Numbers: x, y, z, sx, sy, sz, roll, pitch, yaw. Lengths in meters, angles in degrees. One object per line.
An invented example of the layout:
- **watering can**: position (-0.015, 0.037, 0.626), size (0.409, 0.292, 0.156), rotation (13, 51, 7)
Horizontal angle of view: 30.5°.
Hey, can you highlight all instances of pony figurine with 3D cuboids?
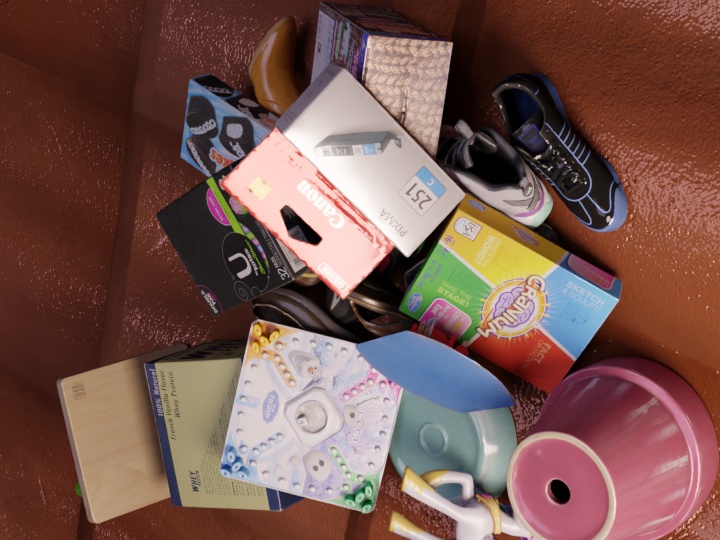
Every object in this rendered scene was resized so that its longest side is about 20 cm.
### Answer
- **pony figurine**: position (0.129, 0.325, 1.524), size (0.198, 0.167, 0.195), rotation (13, 96, -2)

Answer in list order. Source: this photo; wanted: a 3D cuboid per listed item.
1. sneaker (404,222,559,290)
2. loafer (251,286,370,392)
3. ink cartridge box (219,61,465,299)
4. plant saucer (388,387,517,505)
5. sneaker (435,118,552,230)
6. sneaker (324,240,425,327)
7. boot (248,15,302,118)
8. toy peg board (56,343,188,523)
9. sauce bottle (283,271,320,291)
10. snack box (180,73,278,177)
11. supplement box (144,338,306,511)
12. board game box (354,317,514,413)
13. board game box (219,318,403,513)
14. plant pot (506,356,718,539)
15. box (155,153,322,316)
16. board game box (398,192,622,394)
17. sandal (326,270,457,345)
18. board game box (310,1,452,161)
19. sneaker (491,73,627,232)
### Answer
- **sneaker**: position (0.137, -0.001, 1.501), size (0.199, 0.080, 0.074), rotation (-21, 85, 37)
- **loafer**: position (-0.059, 0.091, 1.637), size (0.199, 0.072, 0.073), rotation (32, 157, 8)
- **ink cartridge box**: position (-0.017, -0.085, 1.377), size (0.176, 0.200, 0.045), rotation (-46, 25, 3)
- **plant saucer**: position (0.097, 0.201, 1.605), size (0.199, 0.036, 0.202), rotation (10, 107, 36)
- **sneaker**: position (0.115, -0.130, 1.440), size (0.199, 0.140, 0.078), rotation (29, 81, 29)
- **sneaker**: position (0.000, 0.000, 1.598), size (0.077, 0.083, 0.200), rotation (51, 135, 16)
- **boot**: position (-0.077, -0.197, 1.637), size (0.144, 0.071, 0.202), rotation (38, 126, 19)
- **toy peg board**: position (-0.328, 0.225, 1.853), size (0.097, 0.199, 0.201), rotation (-9, 95, 53)
- **sauce bottle**: position (-0.056, -0.024, 1.656), size (0.065, 0.064, 0.200), rotation (53, 127, 16)
- **snack box**: position (-0.140, -0.148, 1.640), size (0.199, 0.037, 0.117), rotation (34, 131, 27)
- **supplement box**: position (-0.154, 0.198, 1.738), size (0.198, 0.134, 0.202), rotation (-6, 97, 38)
- **board game box**: position (0.090, 0.101, 1.488), size (0.157, 0.039, 0.200), rotation (34, 158, -16)
- **board game box**: position (-0.058, 0.180, 1.606), size (0.198, 0.026, 0.202), rotation (14, 97, 3)
- **plant pot**: position (0.252, 0.207, 1.392), size (0.198, 0.178, 0.202), rotation (10, 106, 35)
- **box**: position (-0.120, -0.055, 1.541), size (0.199, 0.124, 0.150), rotation (-22, 98, 54)
- **board game box**: position (0.163, 0.027, 1.450), size (0.199, 0.040, 0.154), rotation (28, 124, -1)
- **sandal**: position (0.033, 0.049, 1.528), size (0.055, 0.199, 0.082), rotation (-53, 36, 16)
- **board game box**: position (0.015, -0.201, 1.477), size (0.200, 0.096, 0.161), rotation (-128, 43, -63)
- **sneaker**: position (0.208, -0.124, 1.415), size (0.070, 0.078, 0.201), rotation (-41, 75, 35)
